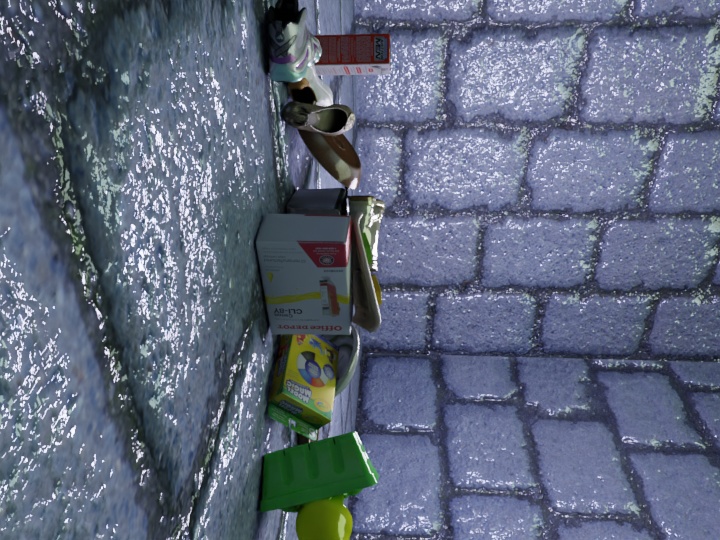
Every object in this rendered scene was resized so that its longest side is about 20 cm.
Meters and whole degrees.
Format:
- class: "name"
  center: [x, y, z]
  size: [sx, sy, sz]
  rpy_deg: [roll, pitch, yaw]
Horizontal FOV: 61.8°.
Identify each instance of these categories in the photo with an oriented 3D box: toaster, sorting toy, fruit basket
- class: "toaster"
  center: [-0.083, -0.075, 1.263]
  size: [0.200, 0.118, 0.182]
  rpy_deg: [-81, 172, -66]
- class: "sorting toy"
  center: [0.000, 0.000, 1.071]
  size: [0.185, 0.036, 0.201]
  rpy_deg: [-173, -106, -78]
- class: "fruit basket"
  center: [-0.064, 0.392, 1.023]
  size: [0.156, 0.214, 0.217]
  rpy_deg: [77, 15, -76]

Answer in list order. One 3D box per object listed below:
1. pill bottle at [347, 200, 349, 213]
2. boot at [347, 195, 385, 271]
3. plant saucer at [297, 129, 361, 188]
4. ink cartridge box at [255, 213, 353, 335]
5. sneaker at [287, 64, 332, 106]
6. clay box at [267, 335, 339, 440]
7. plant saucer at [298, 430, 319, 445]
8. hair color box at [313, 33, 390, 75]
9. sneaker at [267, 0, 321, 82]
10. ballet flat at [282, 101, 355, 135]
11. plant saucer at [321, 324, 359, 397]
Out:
- class: "pill bottle"
  center: [-0.074, -0.087, 1.463]
  size: [0.112, 0.112, 0.201]
  rpy_deg: [86, 6, -54]
- class: "boot"
  center: [0.011, -0.074, 1.264]
  size: [0.200, 0.072, 0.156]
  rpy_deg: [-10, 101, -81]
- class: "plant saucer"
  center: [-0.058, -0.267, 1.298]
  size: [0.200, 0.037, 0.201]
  rpy_deg: [43, 22, -23]
- class: "ink cartridge box"
  center: [-0.086, 0.011, 1.008]
  size: [0.084, 0.144, 0.201]
  rpy_deg: [-85, 175, -51]
- class: "sneaker"
  center: [-0.109, -0.351, 1.227]
  size: [0.200, 0.072, 0.085]
  rpy_deg: [38, 55, -72]
- class: "clay box"
  center: [-0.101, 0.200, 1.106]
  size: [0.048, 0.115, 0.200]
  rpy_deg: [-39, -151, 31]
- class: "plant saucer"
  center: [-0.123, 0.368, 1.462]
  size: [0.200, 0.029, 0.201]
  rpy_deg: [2, 90, -87]
- class: "hair color box"
  center: [-0.037, -0.441, 1.234]
  size: [0.111, 0.199, 0.064]
  rpy_deg: [-67, 158, -82]
- class: "sneaker"
  center: [-0.112, -0.419, 1.024]
  size: [0.200, 0.077, 0.140]
  rpy_deg: [-85, 175, -53]
- class: "ballet flat"
  center: [-0.071, -0.299, 1.186]
  size: [0.200, 0.046, 0.068]
  rpy_deg: [-8, 120, -53]
- class: "plant saucer"
  center: [-0.062, 0.202, 1.228]
  size: [0.050, 0.200, 0.201]
  rpy_deg: [37, 35, -27]
